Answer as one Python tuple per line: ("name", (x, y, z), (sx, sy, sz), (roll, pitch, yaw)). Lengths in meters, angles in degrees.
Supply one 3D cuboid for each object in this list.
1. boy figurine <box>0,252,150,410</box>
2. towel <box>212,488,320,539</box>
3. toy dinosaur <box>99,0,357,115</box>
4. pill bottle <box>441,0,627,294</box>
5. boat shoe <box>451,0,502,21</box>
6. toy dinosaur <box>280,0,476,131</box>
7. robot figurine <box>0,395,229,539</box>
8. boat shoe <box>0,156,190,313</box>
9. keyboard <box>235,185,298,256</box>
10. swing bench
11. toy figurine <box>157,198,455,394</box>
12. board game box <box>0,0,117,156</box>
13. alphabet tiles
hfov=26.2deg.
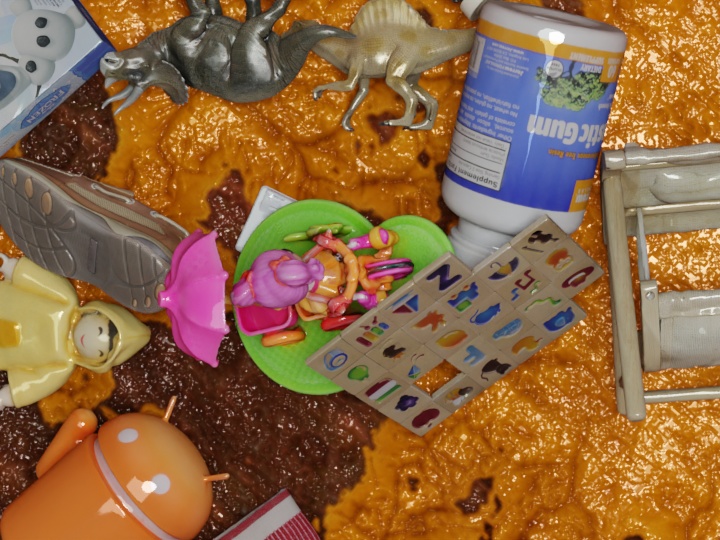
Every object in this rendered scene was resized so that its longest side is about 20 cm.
("boy figurine", (-0.267, 0.052, 1.226), (0.198, 0.064, 0.126), (9, 91, 8))
("towel", (-0.045, 0.281, 1.183), (0.023, 0.144, 0.201), (-31, 89, 38))
("toy dinosaur", (-0.099, -0.171, 1.202), (0.198, 0.077, 0.103), (4, 103, 5))
("pill bottle", (0.122, -0.090, 1.152), (0.111, 0.112, 0.202), (13, 106, 5))
("boat shoe", (0.136, -0.279, 1.172), (0.200, 0.072, 0.060), (-45, 81, 4))
("toy dinosaur", (0.033, -0.160, 1.192), (0.198, 0.058, 0.102), (-1, 91, 5))
("robot figurine", (-0.198, 0.189, 1.199), (0.200, 0.144, 0.117), (-40, 117, 6))
("boat shoe", (-0.207, -0.033, 1.215), (0.199, 0.072, 0.076), (32, 125, 20))
("keyboard", (0.000, 0.000, 1.227), (0.199, 0.011, 0.057), (26, 100, 4))
("swing bench", (0.282, 0.002, 1.144), (0.197, 0.130, 0.202), (-4, 87, 6))
("toy figurine", (-0.054, 0.016, 1.110), (0.198, 0.184, 0.152), (-14, 84, 27))
("board game box", (-0.325, -0.184, 1.216), (0.199, 0.043, 0.201), (-39, 78, 5))
("alphabet tiles", (0.079, 0.039, 1.143), (0.199, 0.167, 0.008), (-38, 51, 14))
